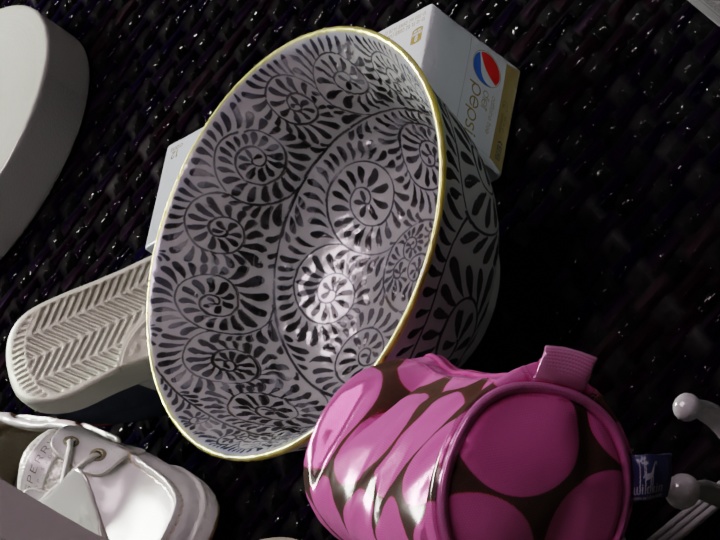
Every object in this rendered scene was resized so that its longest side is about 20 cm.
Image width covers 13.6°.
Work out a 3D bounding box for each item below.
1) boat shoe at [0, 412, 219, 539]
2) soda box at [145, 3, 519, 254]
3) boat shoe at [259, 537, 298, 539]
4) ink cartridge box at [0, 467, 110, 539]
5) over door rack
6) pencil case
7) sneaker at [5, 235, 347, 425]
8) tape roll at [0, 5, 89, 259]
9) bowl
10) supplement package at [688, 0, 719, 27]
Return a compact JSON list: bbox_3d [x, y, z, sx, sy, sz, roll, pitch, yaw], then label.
[{"bbox_3d":[-0.141,0.111,1.492,0.200,0.069,0.071,11,68,57],"label":"boat shoe"},{"bbox_3d":[-0.015,-0.054,1.481,0.200,0.064,0.068,-26,42,42],"label":"soda box"},{"bbox_3d":[-0.041,0.206,1.263,0.071,0.063,0.201,-6,50,11],"label":"boat shoe"},{"bbox_3d":[-0.159,0.197,1.338,0.128,0.125,0.201,-38,24,57],"label":"ink cartridge box"},{"bbox_3d":[0.140,0.111,1.097,0.148,0.066,0.200,-42,33,23],"label":"over door rack"},{"bbox_3d":[0.040,0.074,1.163,0.200,0.090,0.094,180,97,-72],"label":"pencil case"},{"bbox_3d":[-0.072,0.026,1.485,0.199,0.084,0.075,-15,69,17],"label":"sneaker"},{"bbox_3d":[-0.244,-0.069,1.846,0.202,0.037,0.203,-35,36,30],"label":"tape roll"},{"bbox_3d":[0.000,0.000,1.360,0.200,0.094,0.202,-25,55,41],"label":"bowl"},{"bbox_3d":[0.186,-0.192,1.193,0.150,0.200,0.152,-5,57,53],"label":"supplement package"}]
